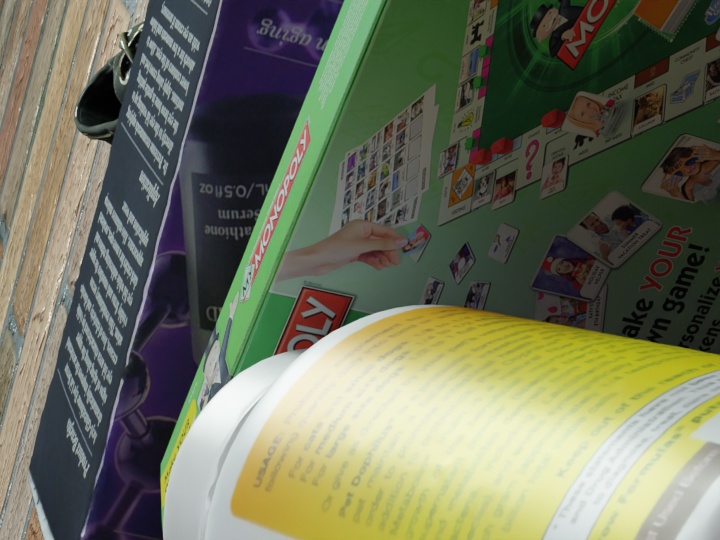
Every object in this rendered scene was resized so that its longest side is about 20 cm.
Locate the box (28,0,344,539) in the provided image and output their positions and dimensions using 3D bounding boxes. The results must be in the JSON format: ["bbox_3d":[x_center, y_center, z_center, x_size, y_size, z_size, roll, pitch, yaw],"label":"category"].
[{"bbox_3d":[0.000,0.000,0.746,0.104,0.147,0.201,-133,56,-70],"label":"box"}]

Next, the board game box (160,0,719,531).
[{"bbox_3d":[0.044,-0.004,0.617,0.029,0.134,0.201,-98,26,-52],"label":"board game box"}]

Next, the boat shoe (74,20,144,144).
[{"bbox_3d":[-0.105,-0.102,1.352,0.200,0.056,0.069,140,140,-66],"label":"boat shoe"}]

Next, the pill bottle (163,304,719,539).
[{"bbox_3d":[0.041,0.067,0.526,0.200,0.109,0.110,11,88,55],"label":"pill bottle"}]
